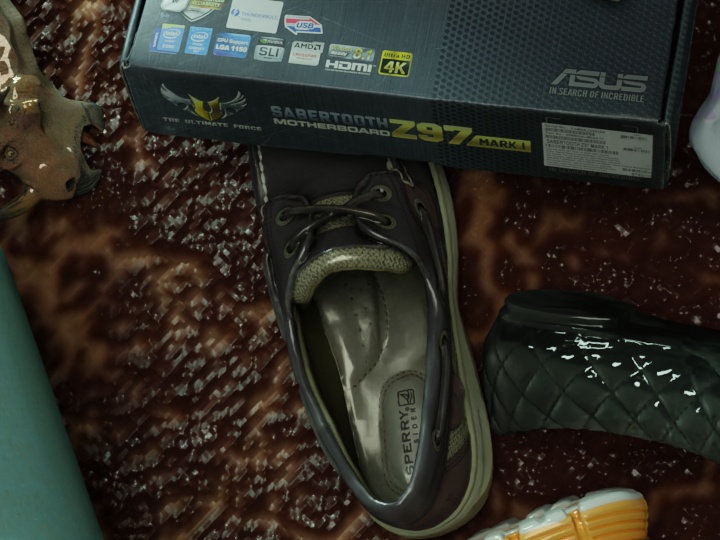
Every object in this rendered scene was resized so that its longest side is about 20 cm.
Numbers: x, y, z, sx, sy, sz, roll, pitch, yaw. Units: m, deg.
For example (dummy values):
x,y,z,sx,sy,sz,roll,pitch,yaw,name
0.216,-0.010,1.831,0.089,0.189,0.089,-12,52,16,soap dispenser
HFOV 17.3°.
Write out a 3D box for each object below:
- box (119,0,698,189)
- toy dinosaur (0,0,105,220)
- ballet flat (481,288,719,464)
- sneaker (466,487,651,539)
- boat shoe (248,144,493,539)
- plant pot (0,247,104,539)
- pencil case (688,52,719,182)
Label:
x,y,z,sx,sy,sz,roll,pitch,yaw,name
0.026,-0.118,0.873,0.200,0.051,0.158,8,63,10,box
-0.197,-0.101,0.918,0.200,0.086,0.136,14,92,17,toy dinosaur
0.124,0.053,0.824,0.200,0.066,0.057,18,114,44,ballet flat
0.020,0.146,0.850,0.200,0.078,0.077,-23,89,7,sneaker
0.000,0.000,0.876,0.072,0.065,0.200,-15,79,10,boat shoe
-0.177,0.092,0.827,0.200,0.200,0.196,-21,64,6,plant pot
0.177,-0.114,0.813,0.083,0.091,0.200,9,112,-12,pencil case
